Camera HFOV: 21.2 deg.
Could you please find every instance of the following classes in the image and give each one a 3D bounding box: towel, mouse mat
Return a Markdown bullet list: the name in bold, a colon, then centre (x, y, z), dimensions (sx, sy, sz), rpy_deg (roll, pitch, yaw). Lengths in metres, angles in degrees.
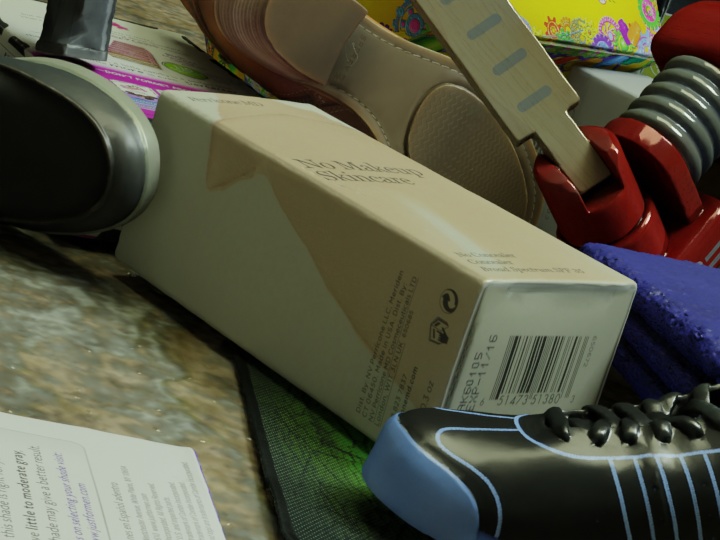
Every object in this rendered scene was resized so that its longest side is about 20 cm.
- **towel**: centre (0.187, 0.048, 0.776), dimensions (0.199, 0.050, 0.148), rpy_deg (13, 15, -24)
- **mouse mat**: centre (0.035, 0.075, 0.708), dimensions (0.160, 0.008, 0.200), rpy_deg (15, 15, -14)

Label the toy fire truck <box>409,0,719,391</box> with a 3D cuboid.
- **toy fire truck**: centre (0.126, -0.069, 0.865), dimensions (0.128, 0.176, 0.200), rpy_deg (22, -28, 46)

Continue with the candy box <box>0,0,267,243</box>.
- **candy box**: centre (-0.111, -0.070, 0.923), dimensions (0.136, 0.061, 0.200), rpy_deg (10, 19, -33)

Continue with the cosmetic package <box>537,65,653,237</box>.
- **cosmetic package**: centre (0.192, -0.033, 1.080), dimensions (0.071, 0.102, 0.200), rpy_deg (3, 21, -42)

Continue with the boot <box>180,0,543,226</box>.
- **boot**: centre (-0.007, -0.089, 0.971), dimensions (0.200, 0.077, 0.155), rpy_deg (34, -1, -26)

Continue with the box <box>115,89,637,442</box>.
- **box**: centre (0.000, 0.000, 0.763), dimensions (0.095, 0.078, 0.200), rpy_deg (0, 23, -46)

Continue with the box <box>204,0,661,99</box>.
- **box**: centre (0.040, -0.163, 1.146), dimensions (0.192, 0.123, 0.199), rpy_deg (-17, -12, 40)

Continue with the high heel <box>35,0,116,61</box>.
- **high heel**: centre (-0.168, -0.171, 0.796), dimensions (0.071, 0.143, 0.199), rpy_deg (15, 6, 38)

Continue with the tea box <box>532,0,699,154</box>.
- **tea box**: centre (0.162, -0.172, 1.334), dimensions (0.133, 0.198, 0.200), rpy_deg (3, 21, -46)

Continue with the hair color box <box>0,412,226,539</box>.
- **hair color box**: centre (-0.129, 0.070, 0.427), dimensions (0.199, 0.065, 0.109), rpy_deg (15, 16, -20)

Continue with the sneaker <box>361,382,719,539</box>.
- **sneaker**: centre (0.103, 0.068, 0.651), dimensions (0.199, 0.078, 0.070), rpy_deg (16, 16, -12)

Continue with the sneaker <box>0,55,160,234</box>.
- **sneaker**: centre (-0.185, -0.052, 0.778), dimensions (0.199, 0.075, 0.106), rpy_deg (15, 17, 24)

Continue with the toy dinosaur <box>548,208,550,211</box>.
- **toy dinosaur**: centre (0.140, 0.008, 1.001), dimensions (0.199, 0.059, 0.101), rpy_deg (13, 30, 6)
